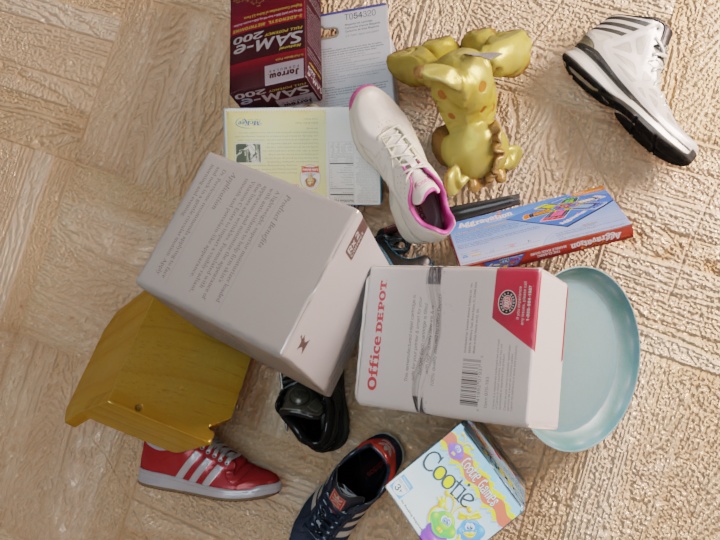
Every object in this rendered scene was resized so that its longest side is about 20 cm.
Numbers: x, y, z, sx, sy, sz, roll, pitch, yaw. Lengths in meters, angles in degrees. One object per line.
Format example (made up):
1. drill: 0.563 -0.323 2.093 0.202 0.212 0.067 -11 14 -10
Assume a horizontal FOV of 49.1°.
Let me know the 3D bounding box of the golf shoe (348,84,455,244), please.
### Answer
1. golf shoe: 0.054 -0.123 0.910 0.074 0.091 0.203 -33 106 -12

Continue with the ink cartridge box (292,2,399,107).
1. ink cartridge box: -0.045 -0.230 1.032 0.191 0.043 0.206 -5 81 15

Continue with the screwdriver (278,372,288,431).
1. screwdriver: -0.109 0.102 1.012 0.028 0.028 0.206 0 79 -16

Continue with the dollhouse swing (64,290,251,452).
1. dollhouse swing: -0.251 0.127 0.997 0.179 0.176 0.203 25 51 -14

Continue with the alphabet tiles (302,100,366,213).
1. alphabet tiles: -0.074 -0.103 1.009 0.165 0.008 0.203 32 104 8

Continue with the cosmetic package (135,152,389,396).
1. cosmetic package: -0.097 0.007 0.861 0.197 0.165 0.167 23 76 23

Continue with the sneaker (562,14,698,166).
1. sneaker: 0.343 -0.225 0.924 0.115 0.076 0.201 -43 74 7

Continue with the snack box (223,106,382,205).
1. snack box: -0.070 -0.140 0.972 0.194 0.037 0.120 1 99 7

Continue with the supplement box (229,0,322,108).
1. supplement box: -0.108 -0.309 1.000 0.106 0.061 0.205 -8 72 16

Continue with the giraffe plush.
1. giraffe plush: 0.131 -0.186 0.943 0.168 0.201 0.166 -13 114 -2

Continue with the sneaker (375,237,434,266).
1. sneaker: 0.000 0.000 0.973 0.196 0.074 0.083 20 70 21

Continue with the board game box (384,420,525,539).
1. board game box: 0.110 0.233 0.859 0.102 0.200 0.106 -39 76 5

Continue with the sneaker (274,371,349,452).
1. sneaker: -0.061 0.119 0.959 0.074 0.114 0.205 -9 79 10

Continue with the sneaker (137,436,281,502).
1. sneaker: -0.190 0.223 0.997 0.195 0.071 0.116 3 87 16

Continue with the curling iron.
1. curling iron: 0.106 -0.057 0.985 0.196 0.026 0.051 -20 82 11

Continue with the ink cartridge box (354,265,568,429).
1. ink cartridge box: 0.101 0.076 0.806 0.196 0.083 0.149 1 80 36

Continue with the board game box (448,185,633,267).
1. board game box: 0.203 -0.046 0.917 0.195 0.104 0.020 -14 122 4

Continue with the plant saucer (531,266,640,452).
1. plant saucer: 0.237 0.098 0.881 0.196 0.027 0.206 -1 91 -31

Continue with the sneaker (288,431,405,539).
1. sneaker: -0.027 0.278 0.945 0.074 0.084 0.202 37 93 14
